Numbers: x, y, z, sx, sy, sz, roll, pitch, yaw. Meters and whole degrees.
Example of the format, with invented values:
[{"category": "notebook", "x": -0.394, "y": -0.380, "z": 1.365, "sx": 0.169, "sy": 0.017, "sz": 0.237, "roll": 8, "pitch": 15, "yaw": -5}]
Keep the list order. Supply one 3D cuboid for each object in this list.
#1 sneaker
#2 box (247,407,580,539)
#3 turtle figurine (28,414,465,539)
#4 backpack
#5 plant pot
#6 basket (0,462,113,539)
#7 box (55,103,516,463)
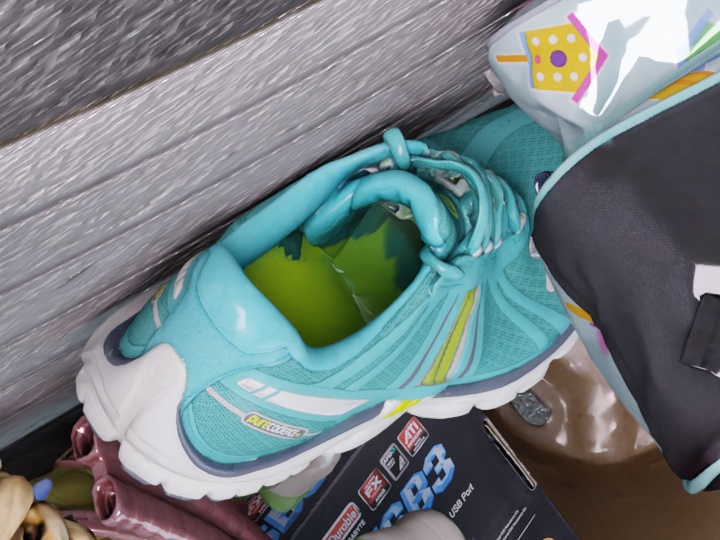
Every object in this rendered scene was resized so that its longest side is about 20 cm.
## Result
[{"category": "sneaker", "x": 0.015, "y": -0.001, "z": 0.741, "sx": 0.200, "sy": 0.078, "sz": 0.080, "roll": -30, "pitch": 165, "yaw": -45}, {"category": "box", "x": 0.011, "y": 0.164, "z": 0.966, "sx": 0.050, "sy": 0.199, "sz": 0.200, "roll": 0, "pitch": -133, "yaw": 52}, {"category": "turtle figurine", "x": -0.072, "y": 0.119, "z": 0.837, "sx": 0.143, "sy": 0.201, "sz": 0.193, "roll": 12, "pitch": -158, "yaw": 41}, {"category": "backpack", "x": 0.129, "y": -0.031, "z": 0.700, "sx": 0.175, "sy": 0.154, "sz": 0.200, "roll": -33, "pitch": 166, "yaw": 7}, {"category": "plant pot", "x": 0.112, "y": 0.032, "z": 1.182, "sx": 0.200, "sy": 0.201, "sz": 0.183, "roll": -34, "pitch": -173, "yaw": 0}, {"category": "basket", "x": -0.150, "y": 0.078, "z": 0.428, "sx": 0.200, "sy": 0.149, "sz": 0.143, "roll": -36, "pitch": -152, "yaw": 24}, {"category": "box", "x": 0.000, "y": 0.000, "z": 0.935, "sx": 0.163, "sy": 0.021, "sz": 0.200, "roll": -31, "pitch": 173, "yaw": -42}]
